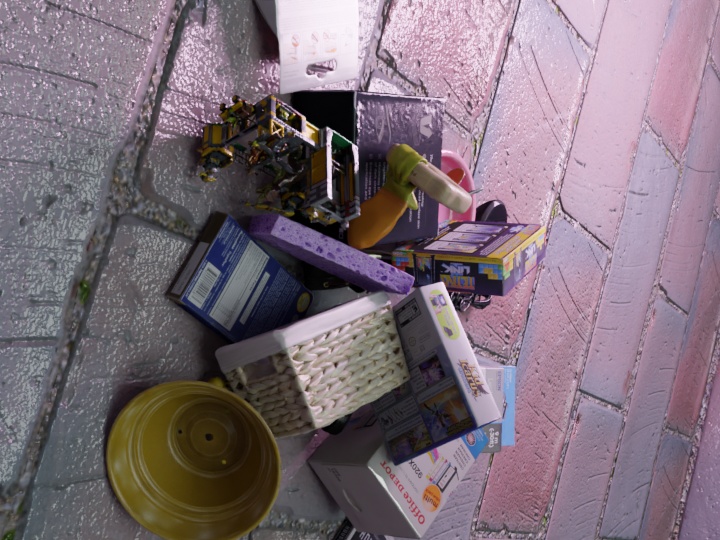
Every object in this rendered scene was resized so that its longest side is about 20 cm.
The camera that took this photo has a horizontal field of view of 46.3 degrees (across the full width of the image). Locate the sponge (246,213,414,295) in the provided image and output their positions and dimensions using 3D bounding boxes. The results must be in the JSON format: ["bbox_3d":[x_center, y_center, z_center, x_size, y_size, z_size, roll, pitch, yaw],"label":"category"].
[{"bbox_3d":[-0.039,-0.018,1.059,0.199,0.111,0.030,25,81,-24],"label":"sponge"}]

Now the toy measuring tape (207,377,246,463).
[{"bbox_3d":[-0.144,0.218,1.064,0.073,0.073,0.201,-38,120,-40],"label":"toy measuring tape"}]

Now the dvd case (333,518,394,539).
[{"bbox_3d":[-0.018,0.480,1.323,0.200,0.025,0.151,-51,134,-30],"label":"dvd case"}]

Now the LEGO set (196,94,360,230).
[{"bbox_3d":[-0.091,-0.104,0.984,0.200,0.153,0.117,35,45,-50],"label":"LEGO set"}]

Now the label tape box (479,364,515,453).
[{"bbox_3d":[0.197,0.234,1.433,0.199,0.066,0.144,4,86,-25],"label":"label tape box"}]

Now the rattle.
[{"bbox_3d":[0.077,-0.081,1.102,0.200,0.129,0.144,-7,117,-77],"label":"rattle"}]

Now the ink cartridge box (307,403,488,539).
[{"bbox_3d":[0.058,0.268,1.244,0.200,0.144,0.148,-45,109,-35],"label":"ink cartridge box"}]

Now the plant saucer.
[{"bbox_3d":[0.111,-0.092,1.338,0.200,0.051,0.202,-13,107,-50],"label":"plant saucer"}]

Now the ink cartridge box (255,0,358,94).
[{"bbox_3d":[-0.068,-0.338,1.073,0.160,0.047,0.201,-26,122,-46],"label":"ink cartridge box"}]

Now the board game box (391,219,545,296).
[{"bbox_3d":[0.160,-0.022,1.214,0.200,0.164,0.057,-29,121,-57],"label":"board game box"}]

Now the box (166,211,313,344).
[{"bbox_3d":[-0.144,0.032,1.061,0.200,0.032,0.122,46,64,-44],"label":"box"}]

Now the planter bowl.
[{"bbox_3d":[-0.184,0.208,0.976,0.083,0.199,0.202,-74,163,-76],"label":"planter bowl"}]

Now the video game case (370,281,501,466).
[{"bbox_3d":[0.074,0.138,1.085,0.045,0.200,0.182,-12,72,-34],"label":"video game case"}]

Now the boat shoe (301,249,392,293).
[{"bbox_3d":[-0.002,0.000,1.200,0.201,0.073,0.064,0,96,-45],"label":"boat shoe"}]

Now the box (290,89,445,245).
[{"bbox_3d":[0.012,-0.141,1.150,0.199,0.117,0.198,-9,105,-49],"label":"box"}]

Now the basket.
[{"bbox_3d":[-0.052,0.116,1.035,0.199,0.135,0.124,-18,88,-47],"label":"basket"}]

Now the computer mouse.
[{"bbox_3d":[0.197,-0.031,1.463,0.138,0.053,0.201,-1,109,-50],"label":"computer mouse"}]

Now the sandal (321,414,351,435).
[{"bbox_3d":[-0.012,0.138,1.223,0.048,0.075,0.201,31,73,-21],"label":"sandal"}]
